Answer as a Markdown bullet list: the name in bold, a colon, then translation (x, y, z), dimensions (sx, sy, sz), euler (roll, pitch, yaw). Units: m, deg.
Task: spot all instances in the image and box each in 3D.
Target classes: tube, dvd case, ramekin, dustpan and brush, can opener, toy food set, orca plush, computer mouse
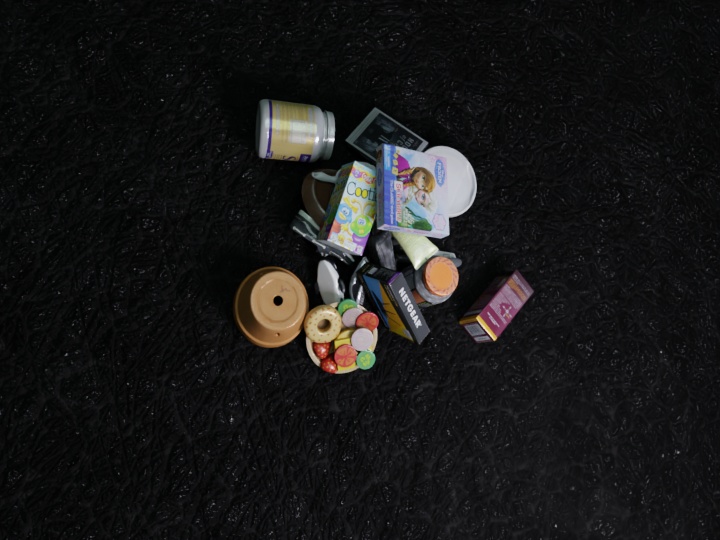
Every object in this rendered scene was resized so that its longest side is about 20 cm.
- **tube**: translation (0.108, -0.103, 1.376), dimensions (0.051, 0.058, 0.201), euler (-26, 72, -44)
- **dvd case**: translation (0.074, -0.361, 1.533), dimensions (0.198, 0.025, 0.151), euler (36, 70, 15)
- **ramekin**: translation (0.231, -0.246, 1.563), dimensions (0.195, 0.094, 0.210), euler (4, 78, -17)
- **dustpan and brush**: translation (-0.039, -0.242, 1.447), dimensions (0.196, 0.057, 0.144), euler (15, 56, -37)
- **can opener**: translation (0.193, -0.039, 1.526), dimensions (0.193, 0.067, 0.055), euler (9, 76, -17)
- **toy food set**: translation (-0.044, 0.172, 1.380), dimensions (0.191, 0.049, 0.207), euler (-10, 108, -9)
- **orca plush**: translation (-0.055, 0.063, 1.426), dimensions (0.070, 0.104, 0.205), euler (-22, 84, -51)
- **computer mouse**: translation (0.000, 0.000, 1.449), dimensions (0.042, 0.110, 0.207), euler (12, 83, 11)

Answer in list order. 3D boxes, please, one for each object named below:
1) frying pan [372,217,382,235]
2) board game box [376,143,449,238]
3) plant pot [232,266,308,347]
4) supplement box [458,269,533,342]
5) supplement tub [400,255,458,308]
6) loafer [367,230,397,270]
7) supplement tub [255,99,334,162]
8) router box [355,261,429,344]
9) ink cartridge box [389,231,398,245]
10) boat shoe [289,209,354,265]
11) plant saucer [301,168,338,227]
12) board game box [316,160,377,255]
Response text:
- **frying pan**: translation (0.082, -0.157, 1.514), dimensions (0.030, 0.118, 0.189), euler (22, 28, 20)
- **board game box**: translation (0.131, -0.195, 1.338), dimensions (0.193, 0.041, 0.208), euler (5, 78, -28)
- **plant pot**: translation (-0.214, 0.084, 1.332), dimensions (0.193, 0.140, 0.208), euler (3, 79, -16)
- **supplement box**: translation (0.388, 0.104, 1.542), dimensions (0.086, 0.110, 0.200), euler (47, 70, -5)
- **supplement tub**: translation (0.176, 0.032, 1.437), dimensions (0.118, 0.200, 0.127), euler (3, 79, -17)
- **loafer**: translation (0.073, -0.017, 1.437), dimensions (0.070, 0.068, 0.205), euler (-34, 131, -21)
- **supplement tub**: translation (-0.175, -0.366, 1.424), dimensions (0.193, 0.145, 0.151), euler (2, 79, -17)
- **router box**: translation (0.083, 0.081, 1.386), dimensions (0.051, 0.147, 0.203), euler (-41, 121, -21)
- **ink cartridge box**: translation (0.120, -0.156, 1.457), dimensions (0.115, 0.066, 0.207), euler (-16, 119, -55)
- **boat shoe**: translation (-0.102, -0.075, 1.437), dimensions (0.199, 0.076, 0.061), euler (41, 90, -4)
- **plant saucer**: translation (-0.065, -0.193, 1.451), dimensions (0.195, 0.034, 0.206), euler (18, 56, -28)
- **board game box**: translation (-0.022, -0.154, 1.356), dimensions (0.102, 0.103, 0.206), euler (20, 86, -20)
